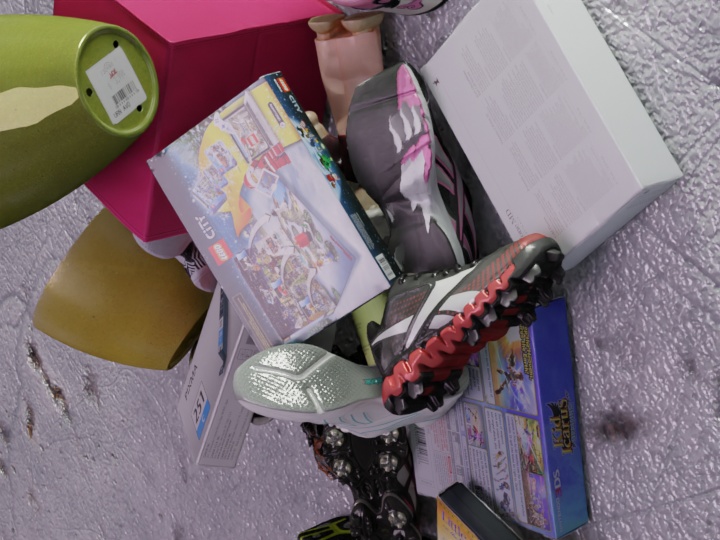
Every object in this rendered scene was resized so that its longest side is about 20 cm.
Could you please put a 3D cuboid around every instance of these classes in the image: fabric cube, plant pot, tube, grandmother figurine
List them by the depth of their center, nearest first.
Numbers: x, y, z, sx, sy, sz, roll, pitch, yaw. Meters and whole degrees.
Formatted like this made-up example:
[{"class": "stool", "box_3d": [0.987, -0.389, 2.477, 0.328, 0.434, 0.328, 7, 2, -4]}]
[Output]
[{"class": "plant pot", "box_3d": [-0.269, -0.139, 1.339, 0.199, 0.186, 0.189, -10, 97, 38]}, {"class": "grandmother figurine", "box_3d": [0.006, -0.123, 1.394, 0.120, 0.060, 0.202, 6, 112, 39]}, {"class": "tube", "box_3d": [0.000, 0.000, 1.456, 0.058, 0.052, 0.202, -25, 84, 50]}, {"class": "fabric cube", "box_3d": [-0.159, -0.177, 1.470, 0.196, 0.199, 0.201, 40, 131, 37]}, {"class": "plant pot", "box_3d": [-0.228, 0.023, 1.676, 0.142, 0.200, 0.201, 37, 137, 5]}]

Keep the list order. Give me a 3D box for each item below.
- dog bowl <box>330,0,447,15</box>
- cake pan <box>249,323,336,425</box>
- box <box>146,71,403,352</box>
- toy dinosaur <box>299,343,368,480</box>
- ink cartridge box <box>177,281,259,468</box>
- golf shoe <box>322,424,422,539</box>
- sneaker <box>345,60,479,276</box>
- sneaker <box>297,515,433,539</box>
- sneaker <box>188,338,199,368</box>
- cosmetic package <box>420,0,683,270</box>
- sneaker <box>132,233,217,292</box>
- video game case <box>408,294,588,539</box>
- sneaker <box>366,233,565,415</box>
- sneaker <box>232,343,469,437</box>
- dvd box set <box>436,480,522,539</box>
[{"class": "dog bowl", "box_3d": [0.006, -0.305, 1.301, 0.199, 0.073, 0.202, 24, 123, 45]}, {"class": "cake pan", "box_3d": [-0.069, 0.044, 1.465, 0.200, 0.036, 0.203, -171, 90, -68]}, {"class": "box", "box_3d": [-0.072, -0.043, 1.321, 0.136, 0.038, 0.201, -31, 90, 25]}, {"class": "toy dinosaur", "box_3d": [-0.038, 0.108, 1.524, 0.201, 0.102, 0.136, 58, 164, -16]}, {"class": "ink cartridge box", "box_3d": [-0.127, 0.054, 1.496, 0.177, 0.044, 0.202, -117, 41, -53]}, {"class": "golf shoe", "box_3d": [0.013, 0.169, 1.456, 0.076, 0.088, 0.202, -3, 117, 11]}, {"class": "sneaker", "box_3d": [0.049, -0.076, 1.326, 0.080, 0.086, 0.202, -5, 104, 29]}, {"class": "sneaker", "box_3d": [0.006, 0.294, 1.553, 0.199, 0.075, 0.077, 9, 114, 54]}, {"class": "sneaker", "box_3d": [-0.114, 0.085, 1.629, 0.200, 0.076, 0.090, 25, 103, 59]}, {"class": "cosmetic package", "box_3d": [0.141, -0.115, 1.220, 0.151, 0.051, 0.201, -43, 70, 50]}, {"class": "sneaker", "box_3d": [-0.181, -0.053, 1.581, 0.075, 0.200, 0.115, -46, 60, 6]}, {"class": "video game case", "box_3d": [0.109, 0.111, 1.362, 0.180, 0.045, 0.202, 11, 113, 52]}, {"class": "sneaker", "box_3d": [0.074, 0.025, 1.244, 0.200, 0.070, 0.098, -45, 60, 31]}, {"class": "sneaker", "box_3d": [-0.011, 0.109, 1.328, 0.081, 0.198, 0.071, 110, 156, -50]}, {"class": "dvd box set", "box_3d": [0.122, 0.294, 1.390, 0.146, 0.029, 0.201, 41, 150, 36]}]
